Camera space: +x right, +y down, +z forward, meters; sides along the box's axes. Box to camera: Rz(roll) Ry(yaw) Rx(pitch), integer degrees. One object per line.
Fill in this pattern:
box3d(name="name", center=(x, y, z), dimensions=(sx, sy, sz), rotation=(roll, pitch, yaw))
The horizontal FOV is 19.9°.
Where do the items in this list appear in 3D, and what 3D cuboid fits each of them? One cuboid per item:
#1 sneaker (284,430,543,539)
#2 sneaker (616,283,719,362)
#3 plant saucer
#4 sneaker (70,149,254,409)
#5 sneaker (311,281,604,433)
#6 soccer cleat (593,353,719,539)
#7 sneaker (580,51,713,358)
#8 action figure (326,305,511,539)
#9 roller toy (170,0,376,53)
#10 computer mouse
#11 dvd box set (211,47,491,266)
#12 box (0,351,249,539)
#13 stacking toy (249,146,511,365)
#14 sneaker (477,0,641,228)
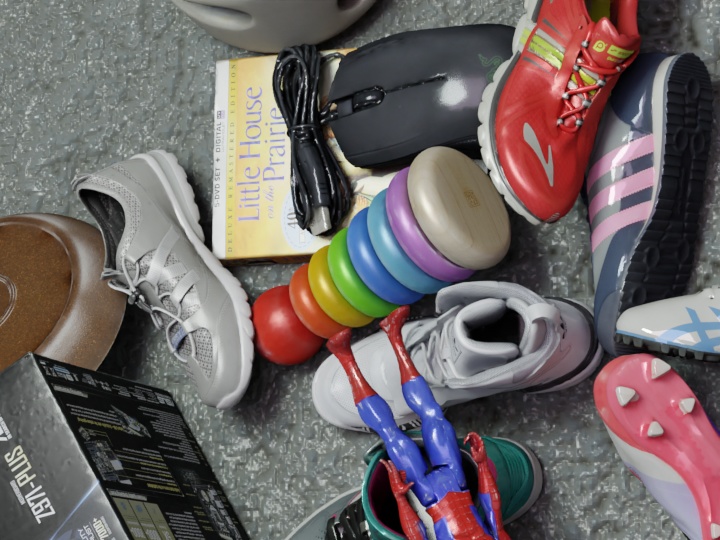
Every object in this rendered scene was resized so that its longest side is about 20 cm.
box3d(name="sneaker", center=(0.012, 0.162, 1.299), dimensions=(0.200, 0.121, 0.084), rotation=(-30, 72, 12))
box3d(name="sneaker", center=(0.255, 0.019, 1.258), dimensions=(0.199, 0.072, 0.073), rotation=(-6, 90, 5))
box3d(name="plant saucer", center=(-0.258, 0.033, 1.423), dimensions=(0.200, 0.032, 0.201), rotation=(-13, 50, 16))
box3d(name="sneaker", center=(-0.137, 0.012, 1.390), dimensions=(0.200, 0.082, 0.075), rotation=(62, 142, 25))
box3d(name="sneaker", center=(0.049, 0.053, 1.310), dimensions=(0.199, 0.115, 0.075), rotation=(-14, 75, 17))
box3d(name="soccer cleat", center=(0.212, 0.139, 1.271), dimensions=(0.067, 0.076, 0.200), rotation=(-34, 87, -11))
box3d(name="sneaker", center=(0.171, -0.042, 1.322), dimensions=(0.082, 0.070, 0.201), rotation=(8, 83, 43))
box3d(name="action figure", center=(0.044, 0.122, 1.228), dimensions=(0.065, 0.052, 0.200), rotation=(-21, 80, -22))
box3d(name="roller toy", center=(-0.067, -0.253, 1.393), dimensions=(0.200, 0.140, 0.183), rotation=(-23, 70, 13))
box3d(name="computer mouse", center=(0.035, -0.109, 1.348), dimensions=(0.199, 0.053, 0.139), rotation=(-13, 74, 15))
box3d(name="dvd box set", center=(-0.005, -0.081, 1.401), dimensions=(0.199, 0.029, 0.147), rotation=(-2, 79, 19))
box3d(name="box", center=(-0.162, 0.154, 1.320), dimensions=(0.086, 0.200, 0.164), rotation=(-35, 71, 11))
box3d(name="stacking toy", center=(0.000, 0.000, 1.340), dimensions=(0.200, 0.085, 0.086), rotation=(-32, 69, 34))
box3d(name="sneaker", center=(0.133, -0.126, 1.279), dimensions=(0.085, 0.077, 0.201), rotation=(-17, 54, 55))
